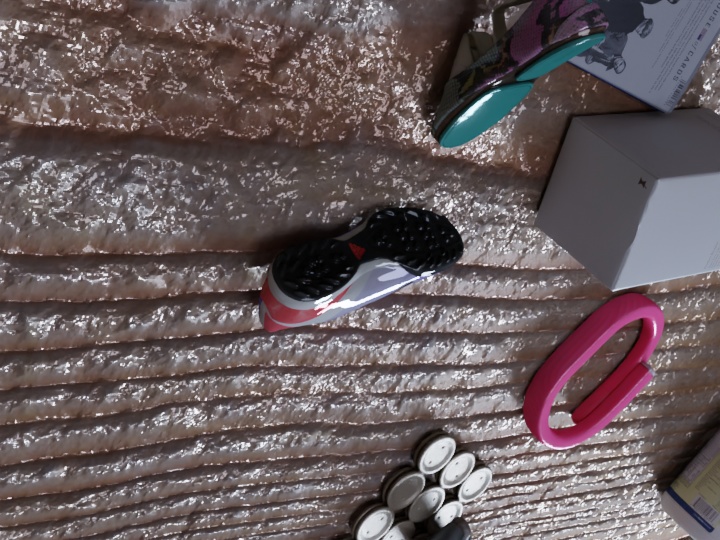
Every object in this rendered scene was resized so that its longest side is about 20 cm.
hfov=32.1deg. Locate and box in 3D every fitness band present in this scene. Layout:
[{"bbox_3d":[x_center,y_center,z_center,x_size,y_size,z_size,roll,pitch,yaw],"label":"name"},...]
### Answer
[{"bbox_3d":[0.264,0.114,1.393,0.200,0.037,0.144,-45,140,-3],"label":"fitness band"}]

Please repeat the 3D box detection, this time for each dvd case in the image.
[{"bbox_3d":[0.260,-0.233,1.114,0.199,0.025,0.151,14,112,-47],"label":"dvd case"}]

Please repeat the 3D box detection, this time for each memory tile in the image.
[{"bbox_3d":[0.051,0.267,1.349,0.200,0.017,0.153,-48,140,1],"label":"memory tile"}]

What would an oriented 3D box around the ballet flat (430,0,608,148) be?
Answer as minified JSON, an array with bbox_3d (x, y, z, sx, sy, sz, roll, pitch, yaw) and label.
[{"bbox_3d":[0.115,-0.169,0.987,0.069,0.072,0.200,-14,167,-35],"label":"ballet flat"}]

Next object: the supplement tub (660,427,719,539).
[{"bbox_3d":[0.514,0.282,1.664,0.200,0.145,0.145,-50,140,4],"label":"supplement tub"}]

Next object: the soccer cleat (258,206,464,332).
[{"bbox_3d":[0.000,0.000,1.060,0.199,0.069,0.073,-19,157,-35],"label":"soccer cleat"}]

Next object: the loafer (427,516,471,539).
[{"bbox_3d":[0.115,0.335,1.408,0.063,0.072,0.200,-47,152,-13],"label":"loafer"}]

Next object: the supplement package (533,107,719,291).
[{"bbox_3d":[0.288,-0.073,1.194,0.199,0.120,0.122,-8,129,-37],"label":"supplement package"}]
